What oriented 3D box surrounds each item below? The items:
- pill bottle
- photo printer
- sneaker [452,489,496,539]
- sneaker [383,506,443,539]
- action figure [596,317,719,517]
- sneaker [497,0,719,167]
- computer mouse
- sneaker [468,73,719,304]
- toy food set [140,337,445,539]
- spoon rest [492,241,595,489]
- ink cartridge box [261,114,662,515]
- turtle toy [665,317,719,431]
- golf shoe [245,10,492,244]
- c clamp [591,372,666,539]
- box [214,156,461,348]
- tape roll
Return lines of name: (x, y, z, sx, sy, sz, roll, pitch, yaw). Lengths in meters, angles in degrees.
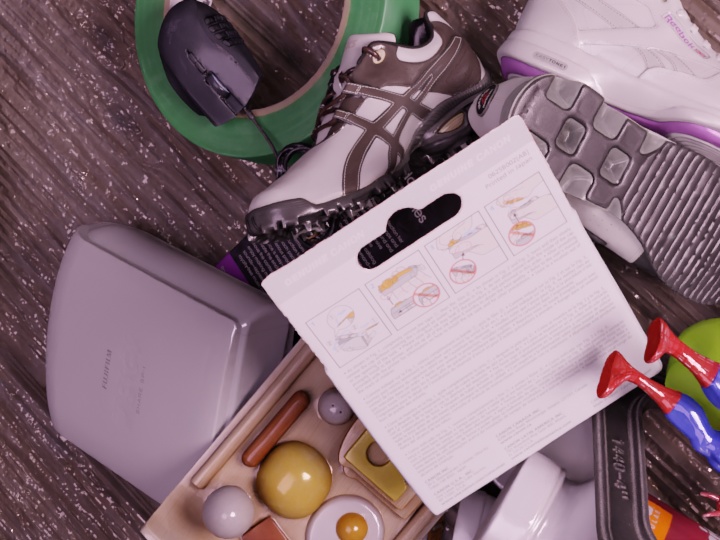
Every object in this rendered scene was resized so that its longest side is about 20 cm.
pill bottle: (0.165, 0.194, 0.790, 0.199, 0.113, 0.113, 31, 106, 7)
photo printer: (-0.143, 0.065, 0.931, 0.200, 0.069, 0.167, 26, 114, 35)
sneaker: (0.109, 0.242, 0.866, 0.115, 0.074, 0.201, 3, 95, 12)
sneaker: (0.002, 0.220, 0.909, 0.087, 0.076, 0.201, 6, 87, 29)
action figure: (0.220, 0.107, 0.721, 0.200, 0.052, 0.065, 34, 130, -9)
sneaker: (0.186, -0.122, 0.792, 0.199, 0.075, 0.100, 25, 80, 9)
computer mouse: (-0.075, -0.095, 0.852, 0.059, 0.034, 0.200, -43, 68, 19)
sneaker: (0.147, -0.052, 0.785, 0.200, 0.088, 0.074, 36, 85, -23)
toy food set: (-0.018, 0.129, 0.828, 0.143, 0.060, 0.200, 41, 88, 0)
spoon rest: (0.124, 0.052, 0.842, 0.099, 0.061, 0.201, 11, 98, 23)
ink cartridge box: (0.059, 0.023, 0.742, 0.162, 0.057, 0.200, -33, 118, 4)
turtle toy: (0.272, 0.048, 0.753, 0.199, 0.101, 0.147, -13, 89, 24)
golf shoe: (-0.003, -0.086, 0.795, 0.078, 0.200, 0.095, -21, 101, 55)
c clamp: (0.208, 0.141, 0.764, 0.170, 0.201, 0.027, 12, 134, -11)
box: (0.000, 0.000, 0.897, 0.200, 0.036, 0.143, -43, 69, 22)
tape roll: (-0.058, -0.173, 0.894, 0.200, 0.048, 0.202, -3, 85, 29)
